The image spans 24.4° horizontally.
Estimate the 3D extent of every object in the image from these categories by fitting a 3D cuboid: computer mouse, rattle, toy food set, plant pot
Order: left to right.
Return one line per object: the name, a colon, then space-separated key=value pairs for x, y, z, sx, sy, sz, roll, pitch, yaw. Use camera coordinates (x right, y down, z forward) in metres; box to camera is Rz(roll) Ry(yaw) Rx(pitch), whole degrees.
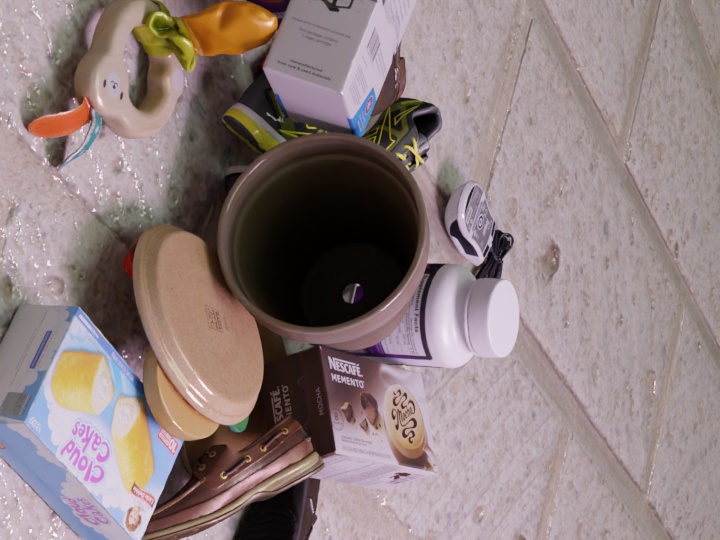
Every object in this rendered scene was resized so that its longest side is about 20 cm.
rattle: x=-0.177 y=-0.158 z=1.445 sx=0.200 sy=0.142 sz=0.131 roll=-51 pitch=154 yaw=-56
toy food set: x=-0.151 y=0.054 z=1.510 sx=0.198 sy=0.048 sz=0.201 roll=-5 pitch=72 yaw=-68
plant pot: x=-0.131 y=0.128 z=1.650 sx=0.200 sy=0.027 sz=0.202 roll=-4 pitch=94 yaw=-60
plant pot: x=-0.020 y=-0.006 z=1.598 sx=0.174 sy=0.198 sz=0.202 roll=62 pitch=38 yaw=-65
computer mouse: x=0.144 y=-0.049 z=2.132 sx=0.110 sy=0.044 sz=0.200 roll=-68 pitch=151 yaw=-24

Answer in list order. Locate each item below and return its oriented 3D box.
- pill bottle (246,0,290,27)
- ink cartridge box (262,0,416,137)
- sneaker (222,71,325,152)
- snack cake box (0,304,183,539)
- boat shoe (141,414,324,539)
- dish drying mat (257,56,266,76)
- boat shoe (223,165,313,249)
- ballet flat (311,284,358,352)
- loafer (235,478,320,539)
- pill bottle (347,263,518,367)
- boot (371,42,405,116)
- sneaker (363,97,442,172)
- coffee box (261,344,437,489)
pill bottle: x=-0.063 y=-0.297 z=1.664 sx=0.200 sy=0.111 sz=0.112 roll=38 pitch=59 yaw=-55
ink cartridge box: x=-0.009 y=-0.242 z=1.552 sx=0.146 sy=0.084 sz=0.201 roll=65 pitch=45 yaw=-75
sneaker: x=-0.055 y=-0.136 z=1.684 sx=0.085 sy=0.074 sz=0.200 roll=-55 pitch=146 yaw=0
snack cake box: x=-0.238 y=0.133 z=1.413 sx=0.200 sy=0.067 sz=0.116 roll=58 pitch=42 yaw=-45
boat shoe: x=-0.132 y=0.199 z=1.564 sx=0.199 sy=0.072 sz=0.068 roll=-24 pitch=83 yaw=-24
dish drying mat: x=-0.054 y=-0.225 z=1.783 sx=0.200 sy=0.018 sz=0.077 roll=-48 pitch=133 yaw=-49
boat shoe: x=-0.081 y=-0.045 z=1.686 sx=0.201 sy=0.071 sz=0.061 roll=41 pitch=52 yaw=-58
ballet flat: x=0.000 y=0.000 z=1.762 sx=0.067 sy=0.063 sz=0.201 roll=106 pitch=7 yaw=-64
loafer: x=-0.073 y=0.262 z=1.711 sx=0.071 sy=0.072 sz=0.201 roll=53 pitch=47 yaw=-46
pill bottle: x=0.065 y=0.048 z=1.810 sx=0.111 sy=0.199 sz=0.112 roll=-7 pitch=97 yaw=-61
boot: x=0.000 y=-0.255 z=1.785 sx=0.097 sy=0.074 sz=0.201 roll=-51 pitch=136 yaw=-51
sneaker: x=0.030 y=-0.131 z=1.870 sx=0.075 sy=0.084 sz=0.201 roll=62 pitch=40 yaw=-40
coffee box: x=-0.011 y=0.154 z=1.715 sx=0.200 sy=0.079 sz=0.114 roll=21 pitch=55 yaw=-54
